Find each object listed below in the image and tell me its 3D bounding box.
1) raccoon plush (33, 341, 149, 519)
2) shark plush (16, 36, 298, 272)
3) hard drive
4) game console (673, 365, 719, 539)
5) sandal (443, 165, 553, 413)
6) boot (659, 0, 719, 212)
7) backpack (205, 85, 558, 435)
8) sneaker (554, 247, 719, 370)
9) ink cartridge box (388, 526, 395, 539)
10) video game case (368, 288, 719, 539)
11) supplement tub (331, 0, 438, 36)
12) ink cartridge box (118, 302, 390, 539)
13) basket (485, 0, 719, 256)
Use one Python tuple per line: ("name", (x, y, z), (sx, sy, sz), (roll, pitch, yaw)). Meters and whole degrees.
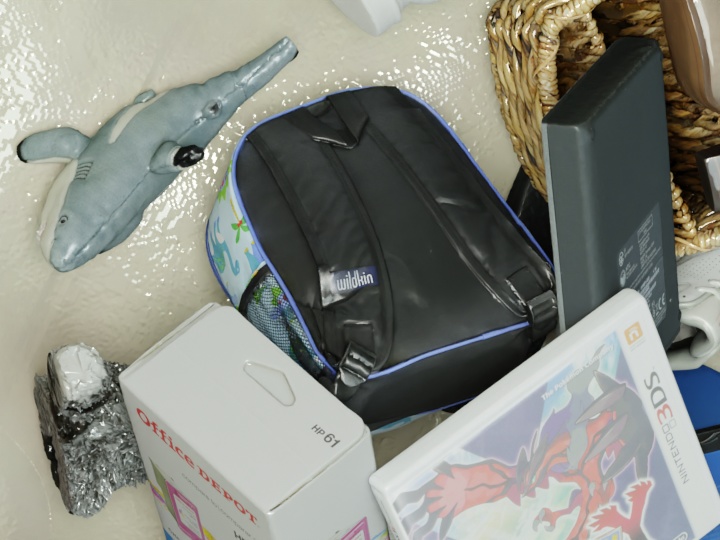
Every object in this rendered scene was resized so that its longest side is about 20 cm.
("raccoon plush", (-0.124, 0.090, 1.566), (0.133, 0.200, 0.097), (-13, 82, -15))
("shark plush", (-0.116, -0.068, 1.569), (0.199, 0.083, 0.091), (-27, 112, -10))
("hard drive", (0.156, -0.025, 1.543), (0.140, 0.033, 0.201), (-46, 135, -53))
("game console", (0.201, 0.147, 1.671), (0.199, 0.118, 0.171), (-11, 82, -31))
("sandal", (0.098, 0.007, 1.692), (0.075, 0.048, 0.201), (34, 79, -27))
("boot", (0.269, -0.125, 1.549), (0.146, 0.070, 0.201), (-16, 115, -3))
("backpack", (0.000, 0.000, 1.575), (0.182, 0.200, 0.147), (-18, 154, -27))
("sneaker", (0.235, 0.022, 1.710), (0.200, 0.099, 0.078), (-34, 114, -7))
("ink cartridge box", (0.046, 0.203, 1.688), (0.109, 0.050, 0.201), (-17, 125, -3))
("video game case", (0.117, 0.136, 1.507), (0.200, 0.023, 0.183), (-35, 123, -16))
("supplement tub", (0.046, -0.253, 1.542), (0.200, 0.140, 0.140), (-40, 114, -5))
("ink cartridge box", (-0.057, 0.137, 1.516), (0.085, 0.144, 0.200), (-36, 144, -23))
("basket", (0.186, -0.106, 1.615), (0.143, 0.149, 0.200), (-38, 115, -22))
